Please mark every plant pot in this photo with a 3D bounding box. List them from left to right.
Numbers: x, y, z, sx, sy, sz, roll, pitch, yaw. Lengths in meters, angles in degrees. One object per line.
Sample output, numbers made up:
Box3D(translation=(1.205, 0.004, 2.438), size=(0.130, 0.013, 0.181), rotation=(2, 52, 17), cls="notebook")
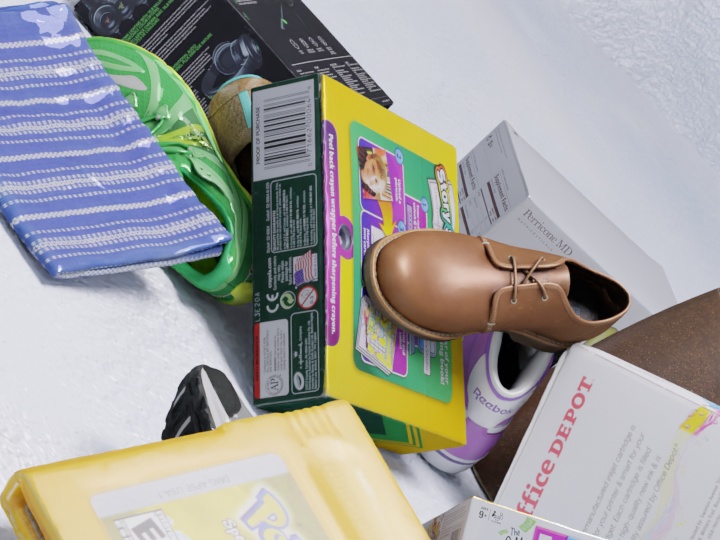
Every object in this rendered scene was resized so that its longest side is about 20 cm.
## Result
Box3D(translation=(0.207, 0.113, 1.753), size=(0.187, 0.200, 0.187), rotation=(43, 16, -15), cls="plant pot")

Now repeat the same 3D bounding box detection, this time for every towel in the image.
Box3D(translation=(-0.175, -0.080, 1.463), size=(0.144, 0.024, 0.200), rotation=(-9, 55, -49), cls="towel")

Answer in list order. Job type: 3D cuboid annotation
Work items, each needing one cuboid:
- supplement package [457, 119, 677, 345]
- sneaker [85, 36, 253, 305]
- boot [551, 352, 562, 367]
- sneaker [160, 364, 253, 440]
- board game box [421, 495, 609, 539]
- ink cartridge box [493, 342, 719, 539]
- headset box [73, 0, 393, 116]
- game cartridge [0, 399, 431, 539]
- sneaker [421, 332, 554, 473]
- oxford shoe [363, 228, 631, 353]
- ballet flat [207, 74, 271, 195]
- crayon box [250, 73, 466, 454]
Box3D(translation=(0.155, 0.005, 2.047), size=(0.200, 0.111, 0.156), rotation=(41, 16, -21), cls="supplement package")
Box3D(translation=(-0.123, -0.067, 1.552), size=(0.200, 0.074, 0.084), rotation=(51, 12, 12), cls="sneaker")
Box3D(translation=(0.066, 0.010, 1.858), size=(0.169, 0.076, 0.200), rotation=(56, 23, 16), cls="boot")
Box3D(translation=(-0.040, 0.134, 1.241), size=(0.079, 0.074, 0.201), rotation=(-9, 58, -35), cls="sneaker")
Box3D(translation=(0.085, 0.167, 1.301), size=(0.134, 0.034, 0.200), rotation=(18, -19, -11), cls="board game box")
Box3D(translation=(0.199, 0.154, 1.604), size=(0.199, 0.148, 0.086), rotation=(28, 4, 26), cls="ink cartridge box")
Box3D(translation=(-0.092, -0.158, 1.821), size=(0.200, 0.093, 0.174), rotation=(48, 16, 4), cls="headset box")
Box3D(translation=(-0.042, 0.148, 1.148), size=(0.199, 0.032, 0.177), rotation=(-11, 60, -41), cls="game cartridge")
Box3D(translation=(0.101, 0.036, 1.701), size=(0.072, 0.114, 0.201), rotation=(27, 41, -13), cls="sneaker")
Box3D(translation=(0.087, 0.006, 1.565), size=(0.199, 0.071, 0.072), rotation=(7, 72, -41), cls="oxford shoe")
Box3D(translation=(-0.042, -0.035, 1.632), size=(0.073, 0.067, 0.201), rotation=(-111, 180, -49), cls="ballet flat")
Box3D(translation=(0.000, 0.000, 1.573), size=(0.172, 0.058, 0.201), rotation=(25, 60, -57), cls="crayon box")
